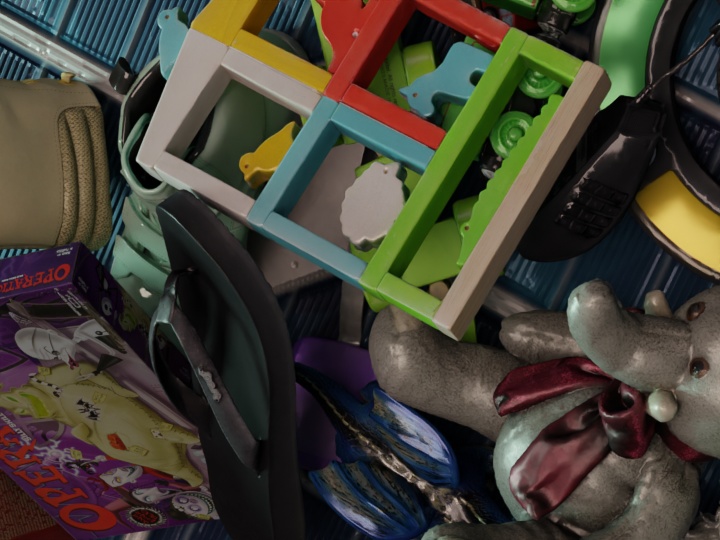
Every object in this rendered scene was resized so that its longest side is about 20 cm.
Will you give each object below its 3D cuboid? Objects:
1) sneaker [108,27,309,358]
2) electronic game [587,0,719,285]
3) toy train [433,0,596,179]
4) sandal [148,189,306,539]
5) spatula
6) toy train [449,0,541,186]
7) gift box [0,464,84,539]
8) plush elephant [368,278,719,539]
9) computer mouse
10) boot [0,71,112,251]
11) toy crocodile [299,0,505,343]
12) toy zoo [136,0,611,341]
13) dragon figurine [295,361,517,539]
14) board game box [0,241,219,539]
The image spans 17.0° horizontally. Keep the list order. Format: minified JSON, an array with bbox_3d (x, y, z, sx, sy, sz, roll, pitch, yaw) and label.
[{"bbox_3d":[-0.098,-0.022,1.148,0.074,0.118,0.201,25,104,19],"label":"sneaker"},{"bbox_3d":[0.195,-0.084,1.057,0.199,0.042,0.201,3,96,24],"label":"electronic game"},{"bbox_3d":[0.083,-0.138,1.071,0.056,0.042,0.201,21,86,5],"label":"toy train"},{"bbox_3d":[-0.062,0.058,1.079,0.076,0.043,0.201,33,142,47],"label":"sandal"},{"bbox_3d":[0.000,0.000,1.161,0.056,0.021,0.201,15,100,15],"label":"spatula"},{"bbox_3d":[0.063,-0.124,1.110,0.046,0.034,0.201,-12,91,41],"label":"toy train"},{"bbox_3d":[-0.280,0.093,1.201,0.186,0.200,0.185,-18,83,25],"label":"gift box"},{"bbox_3d":[0.120,0.058,1.020,0.199,0.165,0.155,15,133,-16],"label":"plush elephant"},{"bbox_3d":[0.138,-0.075,1.044,0.034,0.059,0.200,38,114,-10],"label":"computer mouse"},{"bbox_3d":[-0.212,-0.092,1.178,0.073,0.155,0.200,-41,67,42],"label":"boot"},{"bbox_3d":[0.018,-0.047,1.118,0.067,0.062,0.201,-18,94,7],"label":"toy crocodile"},{"bbox_3d":[-0.008,-0.071,1.048,0.200,0.020,0.131,29,83,23],"label":"toy zoo"},{"bbox_3d":[0.016,0.089,1.108,0.200,0.099,0.059,37,98,4],"label":"dragon figurine"},{"bbox_3d":[-0.134,0.063,1.146,0.120,0.200,0.032,-8,52,27],"label":"board game box"}]
